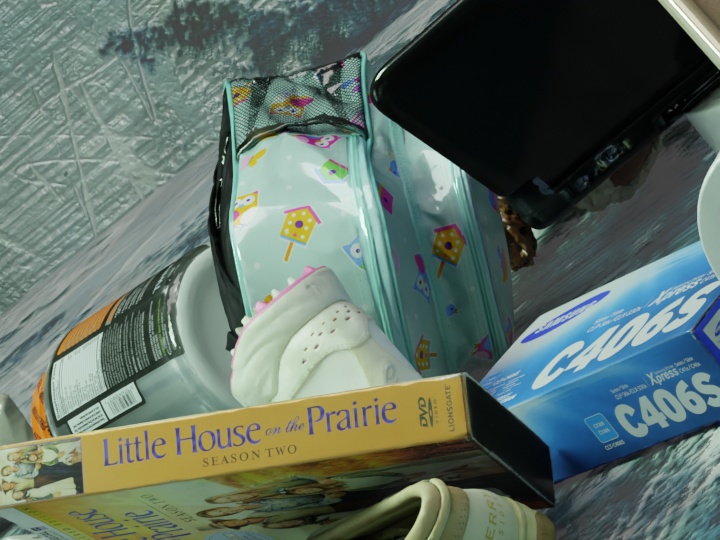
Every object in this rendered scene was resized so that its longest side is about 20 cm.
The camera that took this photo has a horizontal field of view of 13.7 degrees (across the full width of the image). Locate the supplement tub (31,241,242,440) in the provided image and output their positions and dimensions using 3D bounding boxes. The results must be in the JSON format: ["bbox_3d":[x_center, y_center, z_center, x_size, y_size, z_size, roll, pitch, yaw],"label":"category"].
[{"bbox_3d":[-0.117,0.067,1.875,0.200,0.123,0.123,-31,13,50],"label":"supplement tub"}]

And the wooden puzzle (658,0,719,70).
[{"bbox_3d":[0.214,-0.084,1.037,0.199,0.046,0.185,-18,43,-15],"label":"wooden puzzle"}]

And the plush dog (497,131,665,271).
[{"bbox_3d":[0.112,-0.097,1.724,0.200,0.160,0.172,-46,-16,-44],"label":"plush dog"}]

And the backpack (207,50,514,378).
[{"bbox_3d":[0.000,0.000,1.536,0.153,0.176,0.200,-7,30,11],"label":"backpack"}]

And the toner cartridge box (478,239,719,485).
[{"bbox_3d":[0.118,0.037,1.271,0.095,0.043,0.200,-45,9,-34],"label":"toner cartridge box"}]

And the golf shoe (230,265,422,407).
[{"bbox_3d":[-0.010,0.087,1.375,0.075,0.091,0.200,-42,-27,-24],"label":"golf shoe"}]

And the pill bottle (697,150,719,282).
[{"bbox_3d":[0.207,-0.062,1.139,0.116,0.116,0.200,-33,12,42],"label":"pill bottle"}]

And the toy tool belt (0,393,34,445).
[{"bbox_3d":[-0.322,0.158,2.319,0.123,0.125,0.200,-35,5,-20],"label":"toy tool belt"}]

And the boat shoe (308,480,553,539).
[{"bbox_3d":[-0.009,0.127,1.183,0.200,0.063,0.073,-24,44,50],"label":"boat shoe"}]

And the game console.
[{"bbox_3d":[0.120,-0.127,1.373,0.200,0.116,0.176,-39,10,20],"label":"game console"}]

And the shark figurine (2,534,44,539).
[{"bbox_3d":[-0.055,0.161,1.377,0.214,0.128,0.090,-11,51,37],"label":"shark figurine"}]

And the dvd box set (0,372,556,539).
[{"bbox_3d":[-0.033,0.084,1.222,0.199,0.030,0.146,-9,-18,14],"label":"dvd box set"}]

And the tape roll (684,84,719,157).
[{"bbox_3d":[0.244,-0.110,1.377,0.202,0.071,0.202,-40,9,8],"label":"tape roll"}]
